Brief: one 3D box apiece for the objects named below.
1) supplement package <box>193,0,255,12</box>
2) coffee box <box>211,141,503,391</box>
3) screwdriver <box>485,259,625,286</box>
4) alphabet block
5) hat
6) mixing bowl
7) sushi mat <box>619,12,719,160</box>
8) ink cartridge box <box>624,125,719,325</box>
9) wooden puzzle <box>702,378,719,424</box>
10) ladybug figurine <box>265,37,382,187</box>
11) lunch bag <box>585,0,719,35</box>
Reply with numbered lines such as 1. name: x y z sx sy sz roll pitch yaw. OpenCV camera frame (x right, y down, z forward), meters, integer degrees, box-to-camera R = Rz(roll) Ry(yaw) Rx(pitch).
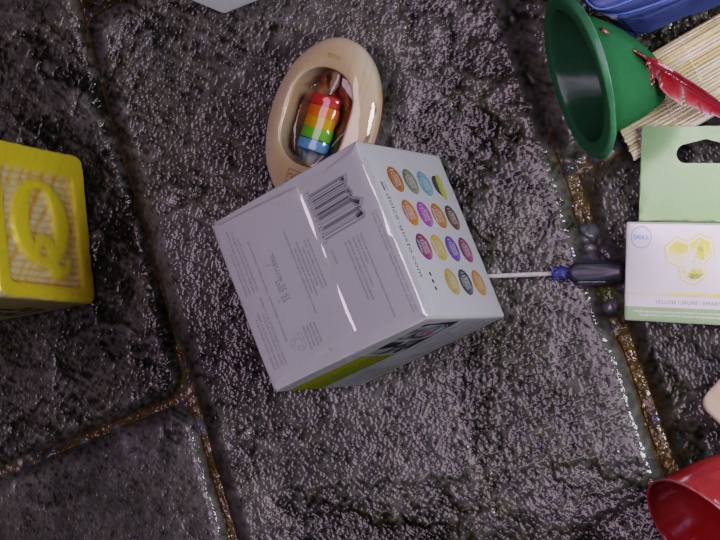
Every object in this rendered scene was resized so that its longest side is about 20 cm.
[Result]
1. supplement package: -0.161 -0.425 1.828 0.116 0.117 0.202 -15 80 24
2. coffee box: 0.000 0.000 1.672 0.199 0.197 0.201 -28 76 26
3. screwdriver: 0.191 0.004 1.674 0.199 0.029 0.028 -2 86 26
4. alphabet block: -0.468 -0.041 1.913 0.199 0.196 0.197 -11 83 25
5. hat: 0.304 -0.211 1.602 0.175 0.166 0.201 -17 95 -9
6. mixing bowl: 0.383 0.246 1.491 0.108 0.201 0.200 -38 67 -17
7. sushi mat: 0.350 -0.202 1.616 0.199 0.012 0.096 -30 75 22
8. ink cartridge box: 0.345 -0.047 1.582 0.145 0.048 0.202 2 94 27
9. wooden puzzle: 0.467 0.119 1.527 0.185 0.037 0.200 45 101 22
10. ladybug figurine: -0.036 -0.164 1.773 0.135 0.072 0.201 23 96 25
11. lunch bag: 0.314 -0.335 1.576 0.199 0.132 0.137 -21 78 24
